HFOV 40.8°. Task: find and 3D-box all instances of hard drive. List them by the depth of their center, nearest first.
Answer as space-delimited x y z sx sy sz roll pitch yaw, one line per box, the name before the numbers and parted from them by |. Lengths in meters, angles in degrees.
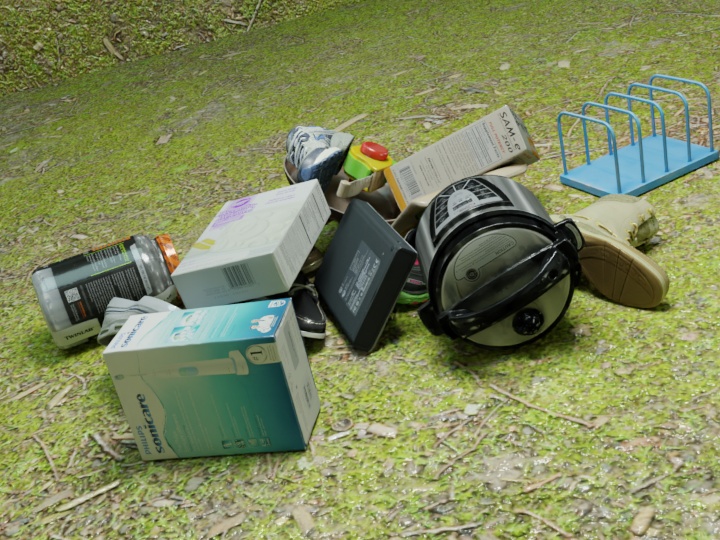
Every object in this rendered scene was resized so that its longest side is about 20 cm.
hard drive | 0.000 0.000 1.257 0.033 0.140 0.200 19 15 -25

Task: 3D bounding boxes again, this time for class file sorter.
file sorter | 0.420 -0.207 1.475 0.199 0.123 0.139 -23 28 -20

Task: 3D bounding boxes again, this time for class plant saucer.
plant saucer | -0.024 -0.119 1.434 0.199 0.032 0.200 19 29 -11

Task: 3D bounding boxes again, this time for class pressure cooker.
pressure cooker | 0.161 -0.006 1.137 0.178 0.176 0.200 11 25 -10

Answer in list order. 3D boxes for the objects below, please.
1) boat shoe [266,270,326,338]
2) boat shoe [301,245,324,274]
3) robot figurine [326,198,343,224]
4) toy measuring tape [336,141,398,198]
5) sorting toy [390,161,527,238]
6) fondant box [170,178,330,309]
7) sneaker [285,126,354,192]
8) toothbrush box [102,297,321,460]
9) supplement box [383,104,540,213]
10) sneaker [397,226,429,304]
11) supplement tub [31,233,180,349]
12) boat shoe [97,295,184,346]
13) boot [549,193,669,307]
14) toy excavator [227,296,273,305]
boat shoe | -0.089 0.032 1.289 0.074 0.061 0.200 15 13 -23
boat shoe | -0.135 -0.037 1.470 0.199 0.063 0.073 11 34 40
robot figurine | -0.017 -0.103 1.508 0.145 0.058 0.200 27 28 0
toy measuring tape | -0.006 -0.143 1.379 0.073 0.074 0.200 0 14 26
sorting toy | 0.126 -0.084 1.380 0.185 0.037 0.200 -21 -8 -23
fondant box | -0.134 -0.034 1.226 0.144 0.058 0.200 -12 26 21
sneaker | -0.072 -0.160 1.368 0.085 0.077 0.200 25 19 1
toothbrush box | -0.160 0.122 1.067 0.199 0.147 0.085 -8 26 14
supplement box | 0.148 -0.153 1.397 0.199 0.074 0.126 -26 -8 16
sneaker | 0.107 -0.028 1.310 0.077 0.084 0.200 10 34 38
supplement tub | -0.355 0.024 1.386 0.199 0.123 0.123 -20 26 -14
boat shoe | -0.260 0.076 1.176 0.200 0.073 0.067 -3 60 57
boot | 0.337 -0.032 1.222 0.155 0.073 0.200 -19 34 -33
toy excavator | -0.201 0.102 1.201 0.200 0.100 0.194 -33 29 -18
